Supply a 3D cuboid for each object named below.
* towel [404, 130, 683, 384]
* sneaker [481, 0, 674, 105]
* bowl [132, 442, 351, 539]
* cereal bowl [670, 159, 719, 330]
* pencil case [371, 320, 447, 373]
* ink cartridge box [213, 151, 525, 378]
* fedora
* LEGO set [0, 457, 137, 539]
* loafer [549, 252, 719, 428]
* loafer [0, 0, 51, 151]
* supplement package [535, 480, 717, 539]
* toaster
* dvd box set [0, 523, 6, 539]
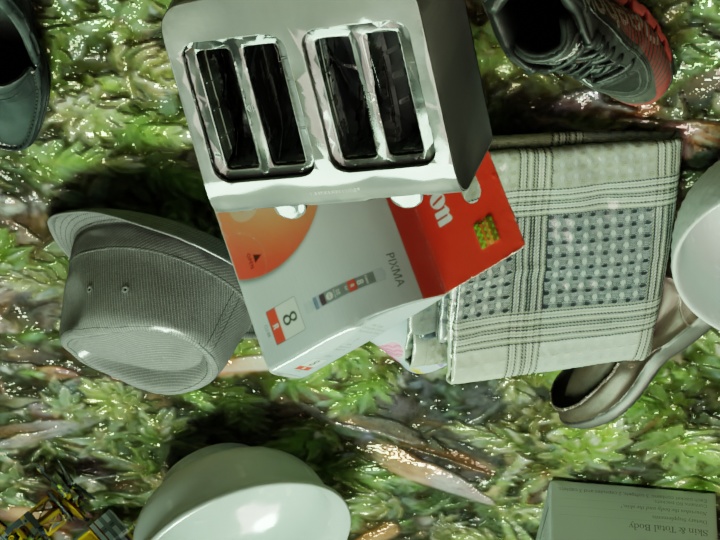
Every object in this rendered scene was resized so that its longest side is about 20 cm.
[{"bbox_3d":[0.132,-0.009,1.614,0.199,0.035,0.194,-3,122,-15],"label":"towel"},{"bbox_3d":[0.138,-0.156,1.462,0.071,0.098,0.200,-25,134,30],"label":"sneaker"},{"bbox_3d":[-0.116,0.214,1.938,0.200,0.091,0.202,-17,142,-14],"label":"bowl"},{"bbox_3d":[0.323,-0.034,1.607,0.199,0.084,0.201,3,141,3],"label":"cereal bowl"},{"bbox_3d":[0.000,0.000,1.680,0.200,0.091,0.083,36,94,-33],"label":"pencil case"},{"bbox_3d":[-0.002,-0.040,1.540,0.200,0.163,0.050,-32,155,27],"label":"ink cartridge box"},{"bbox_3d":[-0.162,0.033,1.688,0.199,0.091,0.177,6,150,32],"label":"fedora"},{"bbox_3d":[-0.226,0.265,1.995,0.116,0.154,0.200,-39,136,-14],"label":"LEGO set"},{"bbox_3d":[0.205,0.046,1.740,0.071,0.073,0.200,27,127,-19],"label":"loafer"},{"bbox_3d":[-0.252,-0.147,1.536,0.068,0.071,0.201,5,142,1],"label":"loafer"},{"bbox_3d":[0.230,0.312,1.960,0.151,0.201,0.151,5,142,-1],"label":"supplement package"},{"bbox_3d":[-0.018,-0.138,1.450,0.180,0.119,0.201,-4,121,16],"label":"toaster"},{"bbox_3d":[-0.342,0.328,2.041,0.029,0.201,0.146,-15,138,20],"label":"dvd box set"}]
